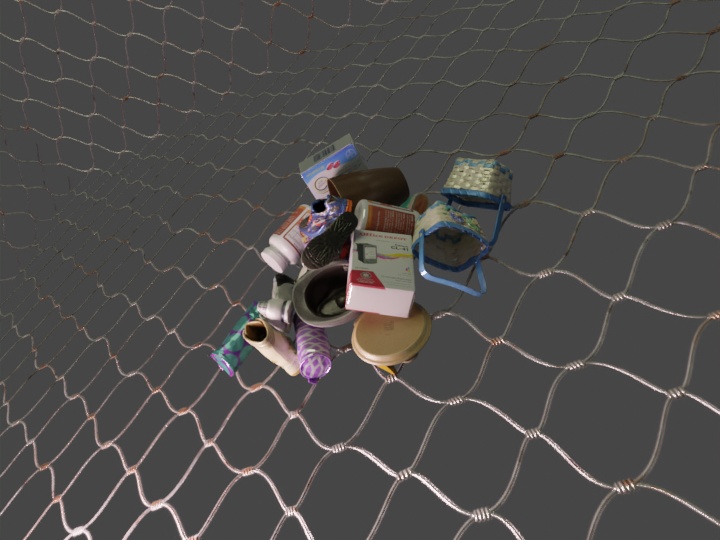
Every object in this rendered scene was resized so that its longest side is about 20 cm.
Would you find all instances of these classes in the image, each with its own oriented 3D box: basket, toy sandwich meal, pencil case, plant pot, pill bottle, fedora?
[{"bbox_3d":[0.284,-0.167,1.505,0.176,0.139,0.201,19,88,46],"label":"basket"},{"bbox_3d":[0.199,-0.047,1.376,0.139,0.175,0.201,-39,42,45],"label":"basket"},{"bbox_3d":[0.069,0.146,1.379,0.204,0.070,0.206,-13,42,12],"label":"toy sandwich meal"},{"bbox_3d":[-0.312,0.177,1.636,0.200,0.085,0.092,-53,15,-25],"label":"pencil case"},{"bbox_3d":[0.032,-0.212,1.750,0.199,0.188,0.187,-24,34,-9],"label":"plant pot"},{"bbox_3d":[0.083,-0.102,1.526,0.112,0.199,0.113,-169,90,-76],"label":"pill bottle"},{"bbox_3d":[-0.200,-0.093,1.837,0.200,0.112,0.112,-48,37,-18],"label":"pill bottle"},{"bbox_3d":[-0.057,0.067,1.485,0.199,0.090,0.177,-28,58,-3],"label":"fedora"},{"bbox_3d":[-0.120,0.173,1.490,0.200,0.083,0.086,-106,36,-56],"label":"pencil case"}]

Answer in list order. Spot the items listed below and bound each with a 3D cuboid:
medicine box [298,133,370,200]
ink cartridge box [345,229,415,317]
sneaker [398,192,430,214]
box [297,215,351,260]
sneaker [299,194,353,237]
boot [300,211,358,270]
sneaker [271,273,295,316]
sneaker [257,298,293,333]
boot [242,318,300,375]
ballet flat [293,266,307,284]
[{"bbox_3d":[-0.057,-0.273,1.849,0.181,0.200,0.103,-30,29,8],"label":"medicine box"},{"bbox_3d":[0.045,0.002,1.392,0.146,0.086,0.201,7,41,-4],"label":"ink cartridge box"},{"bbox_3d":[0.116,-0.119,1.653,0.201,0.071,0.080,-58,21,-20],"label":"sneaker"},{"bbox_3d":[-0.087,-0.079,1.645,0.137,0.039,0.201,-39,52,24],"label":"box"},{"bbox_3d":[-0.103,-0.149,1.588,0.200,0.078,0.076,-27,44,46],"label":"sneaker"},{"bbox_3d":[-0.085,-0.058,1.469,0.182,0.073,0.200,-42,7,-17],"label":"boot"},{"bbox_3d":[-0.218,0.072,1.703,0.073,0.072,0.200,-58,19,23],"label":"sneaker"},{"bbox_3d":[-0.207,0.107,1.526,0.080,0.200,0.077,6,72,-2],"label":"sneaker"},{"bbox_3d":[-0.232,0.168,1.516,0.073,0.155,0.200,-48,37,-6],"label":"boot"},{"bbox_3d":[-0.112,-0.014,1.709,0.200,0.072,0.072,-47,37,-17],"label":"ballet flat"}]
